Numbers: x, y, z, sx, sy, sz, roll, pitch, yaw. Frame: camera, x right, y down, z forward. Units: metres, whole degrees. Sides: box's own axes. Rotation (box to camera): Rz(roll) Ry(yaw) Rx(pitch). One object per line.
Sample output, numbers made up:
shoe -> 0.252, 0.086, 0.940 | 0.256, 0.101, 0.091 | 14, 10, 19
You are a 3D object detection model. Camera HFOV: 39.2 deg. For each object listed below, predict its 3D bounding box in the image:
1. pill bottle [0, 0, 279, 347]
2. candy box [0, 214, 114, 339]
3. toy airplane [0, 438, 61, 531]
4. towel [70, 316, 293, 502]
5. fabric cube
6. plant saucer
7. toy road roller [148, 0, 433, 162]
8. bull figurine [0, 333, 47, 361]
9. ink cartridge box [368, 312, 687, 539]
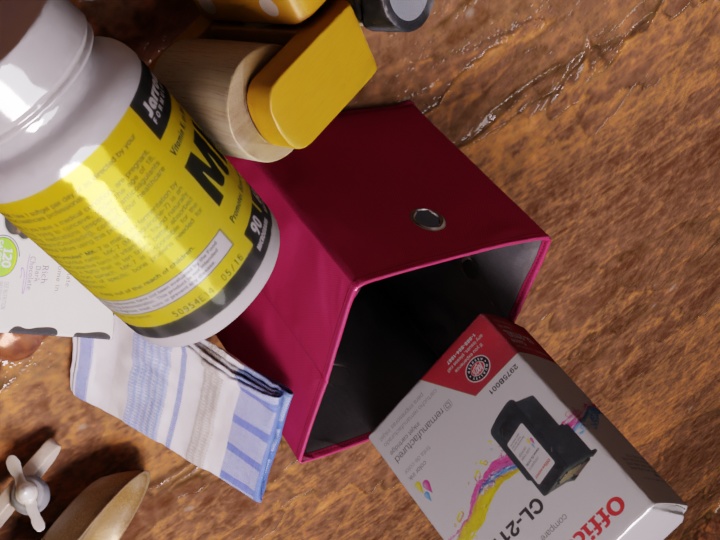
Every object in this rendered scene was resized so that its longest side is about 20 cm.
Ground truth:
pill bottle -> -0.142, -0.056, 0.566 | 0.114, 0.114, 0.200 | -40, 131, 0
candy box -> -0.236, -0.050, 0.601 | 0.199, 0.071, 0.169 | 10, 87, -49
toy airplane -> -0.341, 0.251, 0.848 | 0.199, 0.141, 0.201 | -16, 129, -61
towel -> -0.154, 0.099, 0.825 | 0.024, 0.199, 0.147 | -49, 162, -47
fabric cube -> 0.000, 0.000, 0.842 | 0.195, 0.200, 0.201 | -13, 138, -33
plant saucer -> -0.274, 0.268, 0.964 | 0.201, 0.035, 0.200 | -57, 175, -8
toy road roller -> -0.060, -0.179, 0.627 | 0.200, 0.123, 0.146 | -54, 135, -24
bull figurine -> -0.291, 0.022, 0.696 | 0.121, 0.065, 0.200 | -35, 155, 28
ink cartridge box -> 0.125, 0.155, 0.782 | 0.146, 0.200, 0.083 | -49, 146, 13
